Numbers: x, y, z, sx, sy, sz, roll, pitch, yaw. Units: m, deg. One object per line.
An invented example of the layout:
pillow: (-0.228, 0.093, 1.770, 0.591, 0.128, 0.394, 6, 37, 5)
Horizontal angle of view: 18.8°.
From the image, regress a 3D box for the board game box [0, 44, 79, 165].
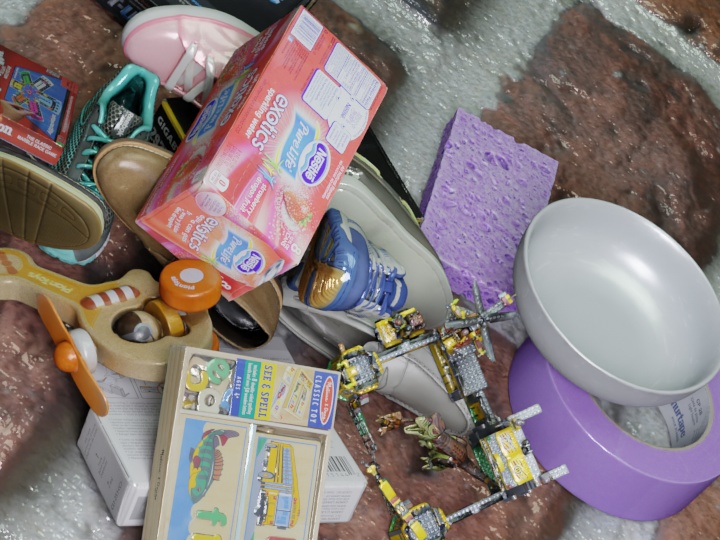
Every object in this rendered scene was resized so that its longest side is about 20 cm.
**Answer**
board game box: (-0.275, -0.139, 1.705, 0.103, 0.019, 0.200, 26, 15, -12)

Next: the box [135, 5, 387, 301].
box: (-0.072, -0.090, 1.660, 0.103, 0.095, 0.200, 41, 51, -20)

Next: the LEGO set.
LEGO set: (0.067, 0.116, 1.659, 0.153, 0.116, 0.201, -13, 81, -19)

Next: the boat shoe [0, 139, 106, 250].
boat shoe: (-0.277, -0.079, 1.656, 0.199, 0.073, 0.065, 24, 41, 8)

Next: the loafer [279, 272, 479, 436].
loafer: (0.012, 0.071, 1.756, 0.200, 0.070, 0.070, 36, 47, 10)

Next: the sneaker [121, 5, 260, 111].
sneaker: (-0.101, -0.144, 1.785, 0.200, 0.075, 0.105, 20, 41, -23)

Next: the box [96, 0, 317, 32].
box: (-0.151, -0.273, 1.956, 0.200, 0.050, 0.199, 40, 43, 1)

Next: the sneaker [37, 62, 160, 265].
sneaker: (-0.209, -0.092, 1.724, 0.077, 0.091, 0.200, 24, 44, -11)

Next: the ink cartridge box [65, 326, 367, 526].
ink cartridge box: (-0.118, 0.118, 1.641, 0.199, 0.045, 0.176, 4, 35, -32)

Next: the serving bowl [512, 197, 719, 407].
serving bowl: (0.207, 0.036, 1.821, 0.199, 0.066, 0.201, 18, 46, -20)

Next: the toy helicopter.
toy helicopter: (-0.206, 0.035, 1.613, 0.199, 0.079, 0.132, 21, 40, 19)

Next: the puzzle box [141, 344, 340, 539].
puzzle box: (-0.087, 0.161, 1.550, 0.133, 0.025, 0.201, 11, 84, -33)

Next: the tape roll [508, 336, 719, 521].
tape roll: (0.228, 0.113, 1.865, 0.199, 0.066, 0.201, 18, 46, -19)

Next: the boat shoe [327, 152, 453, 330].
boat shoe: (0.018, -0.026, 1.788, 0.202, 0.072, 0.060, 51, 24, -41)

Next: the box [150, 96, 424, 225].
box: (-0.064, -0.081, 1.847, 0.199, 0.049, 0.160, -10, 58, -39)

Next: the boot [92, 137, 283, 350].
boot: (-0.130, -0.019, 1.675, 0.200, 0.074, 0.076, 47, 18, -20)

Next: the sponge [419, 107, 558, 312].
sponge: (0.110, -0.053, 1.954, 0.111, 0.030, 0.200, 29, 43, -10)

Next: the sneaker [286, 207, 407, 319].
sneaker: (0.000, 0.000, 1.653, 0.088, 0.076, 0.200, 21, 3, -7)
